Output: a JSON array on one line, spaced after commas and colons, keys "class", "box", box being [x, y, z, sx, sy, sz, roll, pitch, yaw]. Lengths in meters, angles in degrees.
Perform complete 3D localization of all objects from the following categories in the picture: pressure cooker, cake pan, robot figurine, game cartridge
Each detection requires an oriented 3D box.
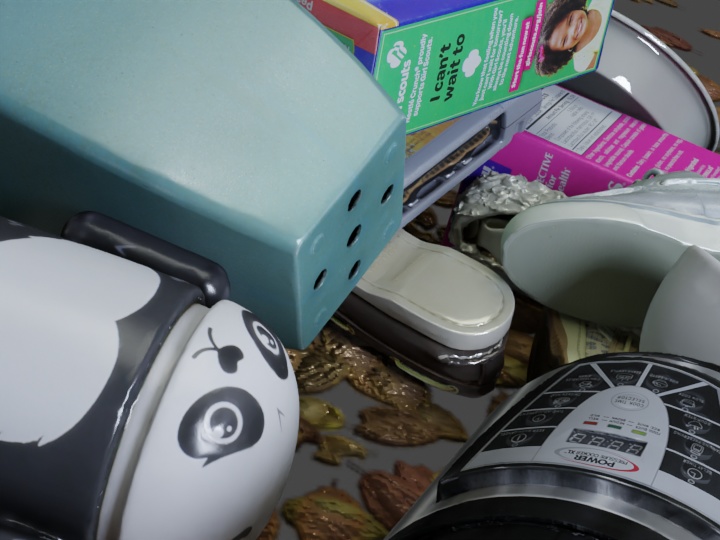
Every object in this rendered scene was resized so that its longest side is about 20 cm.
[{"class": "pressure cooker", "box": [0.082, 0.138, 0.497, 0.179, 0.176, 0.200, 47, 34, 3]}, {"class": "cake pan", "box": [0.142, -0.114, 0.994, 0.199, 0.201, 0.037, 26, 72, 15]}, {"class": "robot figurine", "box": [-0.122, 0.049, 0.588, 0.199, 0.151, 0.125, 19, -3, 5]}, {"class": "game cartridge", "box": [-0.007, -0.078, 0.829, 0.133, 0.042, 0.200, 32, 51, 25]}]

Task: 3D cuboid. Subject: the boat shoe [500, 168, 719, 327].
[{"class": "boat shoe", "box": [0.170, -0.016, 0.775, 0.199, 0.070, 0.072, 4, 40, -4]}]

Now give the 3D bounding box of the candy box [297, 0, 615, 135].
[{"class": "candy box", "box": [0.016, -0.152, 0.815, 0.199, 0.078, 0.169, -24, 44, -39]}]

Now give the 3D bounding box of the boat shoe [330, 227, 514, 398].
[{"class": "boat shoe", "box": [0.000, 0.000, 0.813, 0.199, 0.060, 0.072, 32, 52, 30]}]

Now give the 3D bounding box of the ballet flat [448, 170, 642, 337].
[{"class": "ballet flat", "box": [0.137, 0.003, 0.832, 0.199, 0.072, 0.072, 20, 28, 19]}]

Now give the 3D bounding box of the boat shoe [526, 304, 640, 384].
[{"class": "boat shoe", "box": [0.121, 0.072, 0.738, 0.062, 0.074, 0.200, 13, 28, -2]}]

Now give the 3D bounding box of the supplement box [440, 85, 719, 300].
[{"class": "supplement box", "box": [0.164, -0.027, 0.907, 0.199, 0.102, 0.103, 26, 30, 17]}]

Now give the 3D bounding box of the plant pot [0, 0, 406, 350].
[{"class": "plant pot", "box": [-0.083, -0.062, 0.701, 0.199, 0.142, 0.142, 29, 61, 17]}]

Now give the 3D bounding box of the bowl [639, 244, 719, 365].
[{"class": "bowl", "box": [0.215, 0.096, 0.685, 0.200, 0.075, 0.200, 41, 6, -46]}]
